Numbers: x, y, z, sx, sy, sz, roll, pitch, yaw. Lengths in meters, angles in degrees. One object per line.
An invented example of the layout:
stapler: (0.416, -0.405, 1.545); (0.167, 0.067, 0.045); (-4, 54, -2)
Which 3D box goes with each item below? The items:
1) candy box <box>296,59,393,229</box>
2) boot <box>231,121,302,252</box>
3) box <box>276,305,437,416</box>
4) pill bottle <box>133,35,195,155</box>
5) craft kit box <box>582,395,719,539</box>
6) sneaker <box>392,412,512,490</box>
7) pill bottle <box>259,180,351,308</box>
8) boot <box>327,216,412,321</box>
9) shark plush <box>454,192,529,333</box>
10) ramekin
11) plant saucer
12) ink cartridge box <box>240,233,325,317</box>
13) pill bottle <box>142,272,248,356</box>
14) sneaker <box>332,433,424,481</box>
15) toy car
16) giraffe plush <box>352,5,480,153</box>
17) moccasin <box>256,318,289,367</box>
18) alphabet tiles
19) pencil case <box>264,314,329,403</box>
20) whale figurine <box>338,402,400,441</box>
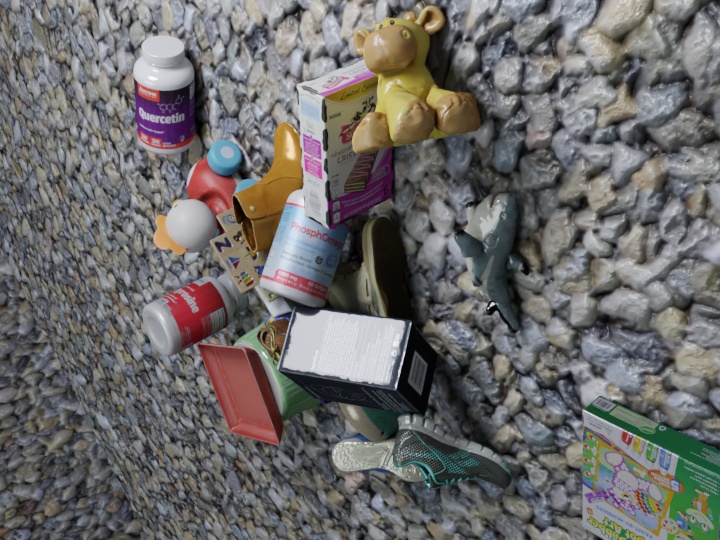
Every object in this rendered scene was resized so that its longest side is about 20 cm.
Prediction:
candy box: (-0.017, -0.178, 1.268); (0.061, 0.135, 0.203); (28, 134, 38)
boot: (-0.145, -0.136, 1.445); (0.070, 0.142, 0.205); (-20, 84, 51)
box: (-0.001, 0.139, 1.372); (0.196, 0.109, 0.149); (6, 159, 24)
pill bottle: (-0.362, -0.323, 1.666); (0.112, 0.111, 0.202); (40, 140, 31)
craft kit box: (0.371, 0.285, 1.134); (0.198, 0.048, 0.201); (23, 132, 45)
sneaker: (0.134, 0.296, 1.368); (0.197, 0.092, 0.078); (25, 161, -1)
pill bottle: (-0.076, -0.052, 1.386); (0.108, 0.108, 0.204); (14, 85, 48)
boot: (0.000, 0.000, 1.420); (0.153, 0.072, 0.203); (18, 130, 43)
shark plush: (0.182, -0.002, 1.182); (0.082, 0.091, 0.204); (-5, 106, 23)
ramekin: (-0.166, 0.197, 1.761); (0.199, 0.097, 0.203); (33, 136, 38)
plant saucer: (-0.227, 0.229, 1.746); (0.198, 0.036, 0.203); (-2, 110, 53)
ink cartridge box: (-0.125, 0.035, 1.536); (0.202, 0.040, 0.199); (56, -169, 13)
pill bottle: (-0.329, 0.082, 1.817); (0.112, 0.198, 0.114); (31, 136, 37)
sneaker: (0.059, 0.316, 1.566); (0.196, 0.111, 0.078); (-3, 93, 19)
toy car: (-0.299, -0.106, 1.647); (0.178, 0.198, 0.185); (55, 145, 11)
giraffe plush: (0.057, -0.243, 1.137); (0.200, 0.169, 0.166); (-124, 23, -83)
moccasin: (-0.131, 0.125, 1.520); (0.201, 0.076, 0.075); (-149, 45, -64)
alphabet tiles: (-0.139, -0.046, 1.467); (0.168, 0.198, 0.006); (56, 149, 9)
pencil case: (-0.093, 0.146, 1.645); (0.201, 0.077, 0.087); (50, 157, 20)
whale figurine: (0.011, 0.187, 1.525); (0.159, 0.103, 0.202); (46, -167, -50)
